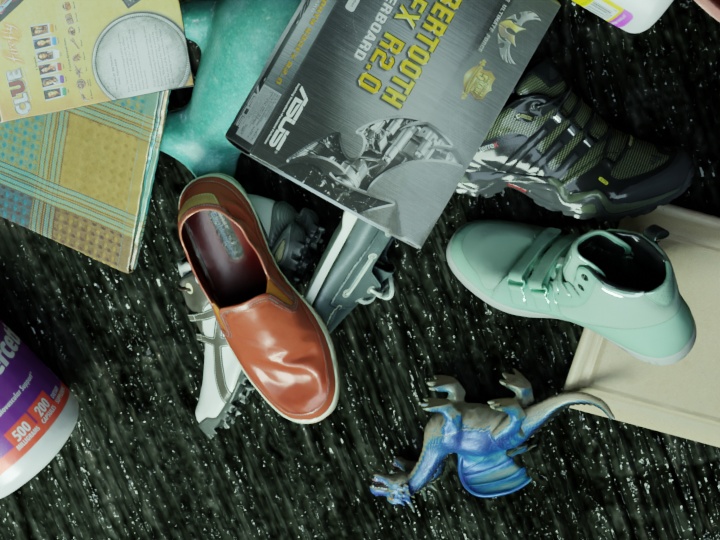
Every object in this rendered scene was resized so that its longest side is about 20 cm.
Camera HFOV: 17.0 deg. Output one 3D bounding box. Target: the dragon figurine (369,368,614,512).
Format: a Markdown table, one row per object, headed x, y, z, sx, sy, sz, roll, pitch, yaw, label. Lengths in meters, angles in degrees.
| x | y | z | sx | sy | sz | roll | pitch | yaw | label |
| --- | --- | --- | --- | --- | --- | --- | --- | --- | --- |
| 0.103 | 0.134 | 1.852 | 0.199 | 0.059 | 0.100 | -5 | 118 | 13 | dragon figurine |

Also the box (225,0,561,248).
| x | y | z | sx | sy | sz | roll | pitch | yaw | label |
| --- | --- | --- | --- | --- | --- | --- | --- | --- | --- |
| 0.023 | -0.137 | 1.644 | 0.158 | 0.048 | 0.200 | 29 | 93 | -31 | box |

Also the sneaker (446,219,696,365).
| x | y | z | sx | sy | sz | roll | pitch | yaw | label |
| --- | --- | --- | --- | --- | --- | --- | --- | --- | --- |
| 0.146 | -0.012 | 1.719 | 0.200 | 0.074 | 0.118 | 22 | 157 | 24 | sneaker |

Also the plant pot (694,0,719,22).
| x | y | z | sx | sy | sz | roll | pitch | yaw | label |
| --- | --- | --- | --- | --- | --- | --- | --- | --- | --- |
| 0.289 | -0.272 | 1.547 | 0.200 | 0.195 | 0.201 | 3 | 117 | 6 | plant pot |

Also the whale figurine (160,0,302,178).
| x | y | z | sx | sy | sz | roll | pitch | yaw | label |
| --- | --- | --- | --- | --- | --- | --- | --- | --- | --- |
| -0.073 | -0.130 | 1.712 | 0.159 | 0.104 | 0.200 | 41 | 117 | -15 | whale figurine |

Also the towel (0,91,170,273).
| x | y | z | sx | sy | sz | roll | pitch | yaw | label |
| --- | --- | --- | --- | --- | --- | --- | --- | --- | --- |
| -0.209 | -0.110 | 1.761 | 0.146 | 0.022 | 0.200 | 24 | 121 | 19 | towel |

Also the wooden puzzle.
| x | y | z | sx | sy | sz | roll | pitch | yaw | label |
| --- | --- | --- | --- | --- | --- | --- | --- | --- | --- |
| 0.264 | 0.044 | 1.805 | 0.185 | 0.037 | 0.200 | 15 | 122 | -2 | wooden puzzle |

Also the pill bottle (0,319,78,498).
| x | y | z | sx | sy | sz | roll | pitch | yaw | label |
| --- | --- | --- | --- | --- | --- | --- | --- | --- | --- |
| -0.317 | 0.075 | 1.839 | 0.112 | 0.113 | 0.200 | -35 | 109 | 21 | pill bottle |

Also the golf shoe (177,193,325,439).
| x | y | z | sx | sy | sz | roll | pitch | yaw | label |
| --- | --- | --- | --- | --- | --- | --- | --- | --- | --- |
| -0.100 | 0.029 | 1.822 | 0.094 | 0.078 | 0.200 | 24 | 111 | 6 | golf shoe |

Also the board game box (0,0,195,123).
| x | y | z | sx | sy | sz | roll | pitch | yaw | label |
| --- | --- | --- | --- | --- | --- | --- | --- | --- | --- |
| -0.193 | -0.208 | 1.584 | 0.135 | 0.035 | 0.200 | -11 | 113 | -7 | board game box |

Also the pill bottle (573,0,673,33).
| x | y | z | sx | sy | sz | roll | pitch | yaw | label |
| --- | --- | --- | --- | --- | --- | --- | --- | --- | --- |
| 0.130 | -0.251 | 1.627 | 0.200 | 0.104 | 0.104 | 29 | 116 | -9 | pill bottle |

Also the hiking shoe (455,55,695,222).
| x | y | z | sx | sy | sz | roll | pitch | yaw | label |
| --- | --- | --- | --- | --- | --- | --- | --- | --- | --- |
| 0.143 | -0.098 | 1.720 | 0.199 | 0.076 | 0.101 | 7 | 121 | 4 | hiking shoe |

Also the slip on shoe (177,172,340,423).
| x | y | z | sx | sy | sz | roll | pitch | yaw | label |
| --- | --- | --- | --- | --- | --- | --- | --- | --- | --- |
| -0.078 | 0.026 | 1.741 | 0.074 | 0.061 | 0.200 | -22 | 104 | 17 | slip on shoe |

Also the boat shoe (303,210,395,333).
| x | y | z | sx | sy | sz | roll | pitch | yaw | label |
| --- | --- | --- | --- | --- | --- | --- | --- | --- | --- |
| 0.000 | 0.000 | 1.789 | 0.062 | 0.073 | 0.200 | 25 | 112 | -2 | boat shoe |
